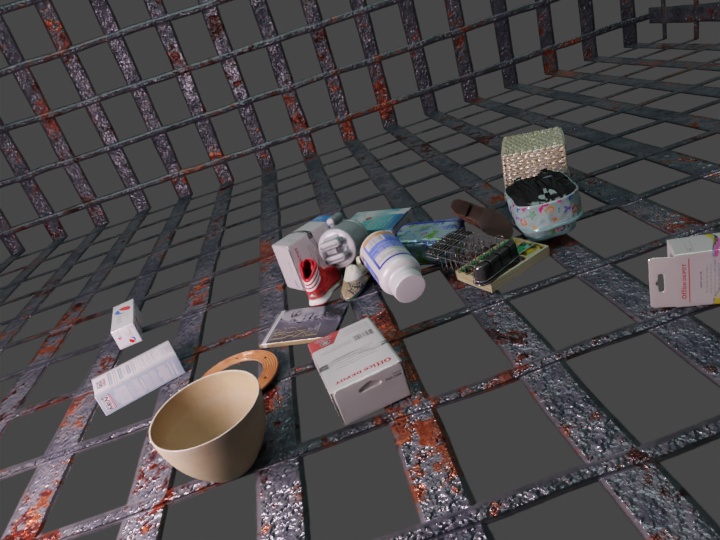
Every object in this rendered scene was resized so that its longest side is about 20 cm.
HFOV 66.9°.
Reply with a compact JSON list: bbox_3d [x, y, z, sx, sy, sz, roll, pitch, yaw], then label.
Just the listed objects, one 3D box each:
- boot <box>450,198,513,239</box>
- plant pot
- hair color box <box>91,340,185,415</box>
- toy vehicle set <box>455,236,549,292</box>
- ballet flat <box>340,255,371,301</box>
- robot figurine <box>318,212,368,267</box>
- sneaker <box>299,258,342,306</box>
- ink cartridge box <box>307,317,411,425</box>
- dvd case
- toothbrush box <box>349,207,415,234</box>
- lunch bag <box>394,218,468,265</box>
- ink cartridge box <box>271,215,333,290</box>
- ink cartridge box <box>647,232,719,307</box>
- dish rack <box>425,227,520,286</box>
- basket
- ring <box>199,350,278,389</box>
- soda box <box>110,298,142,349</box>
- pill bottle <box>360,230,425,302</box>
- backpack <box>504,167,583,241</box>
[{"bbox_3d":[0.344,-0.137,1.508,0.186,0.064,0.200,34,9,17],"label":"boot"},{"bbox_3d":[-0.251,0.293,0.971,0.199,0.135,0.201,-14,26,7],"label":"plant pot"},{"bbox_3d":[-0.541,0.258,1.329,0.199,0.061,0.099,-28,26,-21],"label":"hair color box"},{"bbox_3d":[0.347,-0.018,1.332,0.200,0.027,0.124,-30,27,-23],"label":"toy vehicle set"},{"bbox_3d":[0.000,0.000,1.472,0.068,0.076,0.200,1,31,38],"label":"ballet flat"},{"bbox_3d":[-0.044,-0.078,1.530,0.112,0.170,0.200,-14,14,24],"label":"robot figurine"},{"bbox_3d":[-0.105,0.003,1.482,0.078,0.116,0.200,-12,22,13],"label":"sneaker"},{"bbox_3d":[-0.006,0.192,1.073,0.146,0.083,0.200,-23,25,-9],"label":"ink cartridge box"},{"bbox_3d":[-0.138,0.135,1.360,0.199,0.016,0.149,-9,27,19],"label":"dvd case"},{"bbox_3d":[0.052,-0.120,1.672,0.199,0.086,0.146,-2,30,34],"label":"toothbrush box"},{"bbox_3d":[0.189,-0.081,1.508,0.199,0.083,0.161,-2,27,29],"label":"lunch bag"},{"bbox_3d":[-0.142,-0.055,1.598,0.084,0.145,0.200,8,35,46],"label":"ink cartridge box"},{"bbox_3d":[0.633,-0.002,0.996,0.199,0.117,0.068,-7,28,21],"label":"ink cartridge box"},{"bbox_3d":[0.265,-0.042,1.323,0.153,0.055,0.200,-32,33,-30],"label":"dish rack"},{"bbox_3d":[0.535,-0.323,1.673,0.197,0.161,0.200,-7,29,21],"label":"basket"},{"bbox_3d":[-0.277,0.246,1.225,0.200,0.019,0.201,-16,24,7],"label":"ring"},{"bbox_3d":[-0.702,0.158,1.640,0.068,0.064,0.200,-24,25,-13],"label":"soda box"},{"bbox_3d":[0.084,-0.008,1.370,0.112,0.112,0.200,-23,39,-10],"label":"pill bottle"},{"bbox_3d":[0.473,-0.164,1.397,0.177,0.151,0.200,-17,17,9],"label":"backpack"}]
